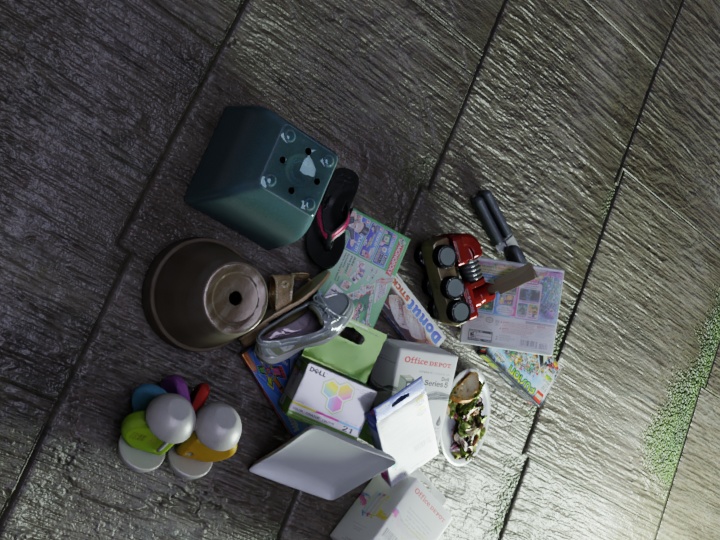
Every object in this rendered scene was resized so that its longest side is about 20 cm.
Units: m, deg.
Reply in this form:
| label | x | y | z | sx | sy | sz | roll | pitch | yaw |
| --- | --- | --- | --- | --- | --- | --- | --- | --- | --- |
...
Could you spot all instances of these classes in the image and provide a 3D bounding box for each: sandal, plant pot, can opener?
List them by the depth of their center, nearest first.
| label | x | y | z | sx | sy | sz | roll | pitch | yaw |
| --- | --- | --- | --- | --- | --- | --- | --- | --- | --- |
| plant pot | -0.241 | 0.043 | 1.510 | 0.198 | 0.173 | 0.202 | -1 | 91 | -33 |
| plant pot | -0.149 | -0.163 | 1.548 | 0.195 | 0.199 | 0.197 | 30 | 76 | -28 |
| sandal | -0.149 | 0.043 | 1.627 | 0.211 | 0.077 | 0.070 | -41 | 104 | -18 |
| sandal | -0.051 | -0.102 | 1.688 | 0.074 | 0.045 | 0.202 | 16 | 78 | -6 |
| can opener | 0.304 | -0.079 | 1.918 | 0.053 | 0.066 | 0.201 | -38 | 105 | -24 |

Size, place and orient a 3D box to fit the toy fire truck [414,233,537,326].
| label | x | y | z | sx | sy | sz | roll | pitch | yaw |
| --- | --- | --- | --- | --- | --- | --- | --- | --- | --- |
| toy fire truck | 0.236 | 0.002 | 1.824 | 0.199 | 0.128 | 0.178 | -20 | 101 | -25 |

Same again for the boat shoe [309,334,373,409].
| label | x | y | z | sx | sy | sz | roll | pitch | yaw |
| --- | --- | --- | --- | --- | --- | --- | --- | --- | --- |
| boat shoe | -0.043 | 0.185 | 1.712 | 0.073 | 0.063 | 0.202 | -35 | 103 | -11 |

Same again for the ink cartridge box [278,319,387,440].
| label | x | y | z | sx | sy | sz | roll | pitch | yaw |
| --- | --- | --- | --- | --- | --- | --- | --- | --- | --- |
| ink cartridge box | -0.041 | 0.188 | 1.639 | 0.147 | 0.076 | 0.202 | 25 | 88 | -17 |

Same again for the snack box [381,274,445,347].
| label | x | y | z | sx | sy | sz | roll | pitch | yaw |
| --- | --- | --- | --- | --- | --- | --- | --- | --- | --- |
| snack box | 0.091 | 0.088 | 1.805 | 0.072 | 0.024 | 0.200 | -47 | 113 | -19 |

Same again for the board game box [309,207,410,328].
| label | x | y | z | sx | sy | sz | roll | pitch | yaw |
| --- | --- | --- | --- | --- | --- | --- | --- | --- | --- |
| board game box | 0.000 | 0.000 | 1.729 | 0.134 | 0.029 | 0.202 | 28 | 76 | -17 |

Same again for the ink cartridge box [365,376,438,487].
| label | x | y | z | sx | sy | sz | roll | pitch | yaw |
| --- | --- | --- | --- | --- | --- | --- | --- | --- | --- |
| ink cartridge box | 0.077 | 0.292 | 1.664 | 0.119 | 0.042 | 0.201 | -30 | 129 | -23 |

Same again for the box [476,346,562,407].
| label | x | y | z | sx | sy | sz | roll | pitch | yaw |
| --- | --- | --- | --- | --- | --- | --- | --- | --- | --- |
| box | 0.348 | 0.195 | 1.964 | 0.200 | 0.035 | 0.111 | 43 | 70 | -26 |

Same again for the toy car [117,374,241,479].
| label | x | y | z | sx | sy | sz | roll | pitch | yaw |
| --- | --- | --- | --- | --- | --- | --- | --- | --- | --- |
| toy car | -0.301 | 0.247 | 1.501 | 0.199 | 0.175 | 0.151 | 16 | 48 | -31 |

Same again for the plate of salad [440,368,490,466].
| label | x | y | z | sx | sy | sz | roll | pitch | yaw |
| --- | --- | --- | --- | --- | --- | --- | --- | --- | --- |
| plate of salad | 0.225 | 0.303 | 1.855 | 0.199 | 0.048 | 0.202 | -8 | 101 | -52 |

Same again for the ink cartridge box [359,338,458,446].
| label | x | y | z | sx | sy | sz | roll | pitch | yaw |
| --- | --- | --- | --- | --- | --- | --- | --- | --- | --- |
| ink cartridge box | 0.092 | 0.245 | 1.761 | 0.144 | 0.084 | 0.202 | 10 | 94 | -31 |

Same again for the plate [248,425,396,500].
| label | x | y | z | sx | sy | sz | roll | pitch | yaw |
| --- | --- | --- | --- | --- | --- | --- | --- | --- | --- |
| plate | -0.068 | 0.344 | 1.634 | 0.199 | 0.199 | 0.033 | 28 | 42 | -29 |

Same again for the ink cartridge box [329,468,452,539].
| label | x | y | z | sx | sy | sz | roll | pitch | yaw |
| --- | --- | --- | --- | --- | --- | --- | --- | --- | --- |
| ink cartridge box | 0.067 | 0.484 | 1.739 | 0.200 | 0.125 | 0.129 | -49 | 115 | -22 |

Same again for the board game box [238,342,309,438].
| label | x | y | z | sx | sy | sz | roll | pitch | yaw |
| --- | --- | --- | --- | --- | --- | --- | --- | --- | --- |
| board game box | -0.134 | 0.205 | 1.669 | 0.103 | 0.019 | 0.201 | -38 | 110 | -27 |

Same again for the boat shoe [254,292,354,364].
| label | x | y | z | sx | sy | sz | roll | pitch | yaw |
| --- | --- | --- | --- | --- | --- | --- | --- | --- | --- |
| boat shoe | -0.096 | 0.094 | 1.590 | 0.201 | 0.065 | 0.075 | -25 | 62 | -21 |

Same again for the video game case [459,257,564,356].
| label | x | y | z | sx | sy | sz | roll | pitch | yaw |
| --- | --- | --- | --- | --- | --- | --- | --- | --- | --- |
| video game case | 0.316 | 0.075 | 1.888 | 0.198 | 0.024 | 0.184 | 8 | 90 | -1 |
